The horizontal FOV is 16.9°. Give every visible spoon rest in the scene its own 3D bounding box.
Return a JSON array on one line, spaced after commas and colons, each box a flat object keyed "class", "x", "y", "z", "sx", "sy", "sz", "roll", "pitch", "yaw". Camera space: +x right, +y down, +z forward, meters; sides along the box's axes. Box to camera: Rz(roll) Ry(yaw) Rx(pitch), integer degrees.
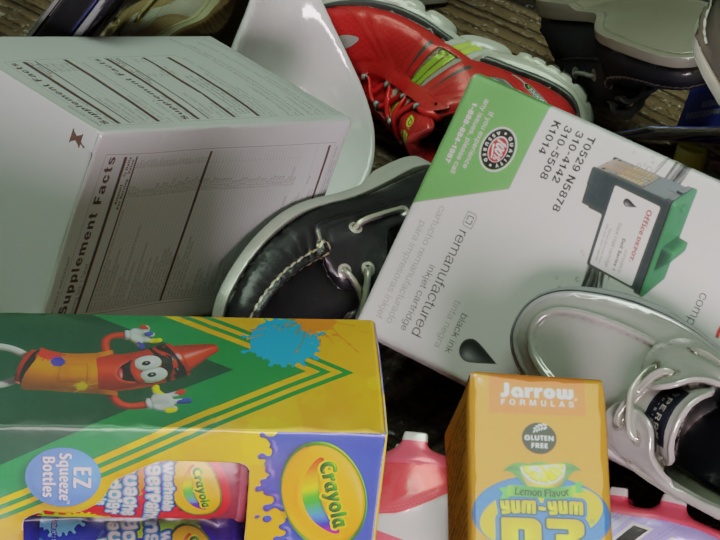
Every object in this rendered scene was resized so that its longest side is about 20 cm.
[{"class": "spoon rest", "x": -0.048, "y": -0.126, "z": 1.370, "sx": 0.099, "sy": 0.061, "sz": 0.202, "roll": -7, "pitch": 73, "yaw": -30}]

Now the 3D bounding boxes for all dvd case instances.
[{"class": "dvd case", "x": -0.158, "y": -0.131, "z": 1.323, "sx": 0.025, "sy": 0.200, "sz": 0.151, "roll": 41, "pitch": 40, "yaw": -6}]

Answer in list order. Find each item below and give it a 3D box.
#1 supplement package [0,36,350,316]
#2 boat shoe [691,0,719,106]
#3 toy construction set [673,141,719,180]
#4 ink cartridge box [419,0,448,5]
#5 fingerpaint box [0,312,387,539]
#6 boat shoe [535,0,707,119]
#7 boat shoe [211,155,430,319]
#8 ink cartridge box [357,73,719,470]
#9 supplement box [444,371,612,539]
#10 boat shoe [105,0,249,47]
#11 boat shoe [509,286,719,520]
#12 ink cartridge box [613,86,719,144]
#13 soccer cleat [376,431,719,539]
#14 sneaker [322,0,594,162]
[{"class": "supplement package", "x": -0.118, "y": -0.047, "z": 1.223, "sx": 0.109, "sy": 0.115, "sz": 0.199, "roll": 31, "pitch": 21, "yaw": 29}, {"class": "boat shoe", "x": 0.237, "y": -0.062, "z": 1.209, "sx": 0.072, "sy": 0.060, "sz": 0.202, "roll": -31, "pitch": 77, "yaw": -12}, {"class": "toy construction set", "x": 0.246, "y": 0.005, "z": 1.275, "sx": 0.130, "sy": 0.093, "sz": 0.201, "roll": 3, "pitch": 40, "yaw": -22}, {"class": "ink cartridge box", "x": 0.012, "y": -0.288, "z": 1.532, "sx": 0.085, "sy": 0.201, "sz": 0.148, "roll": -5, "pitch": 39, "yaw": -16}, {"class": "fingerpaint box", "x": -0.080, "y": 0.117, "z": 0.998, "sx": 0.165, "sy": 0.201, "sz": 0.074, "roll": 2, "pitch": 38, "yaw": -6}, {"class": "boat shoe", "x": 0.160, "y": -0.122, "z": 1.402, "sx": 0.072, "sy": 0.063, "sz": 0.200, "roll": -14, "pitch": 19, "yaw": -15}, {"class": "boat shoe", "x": 0.000, "y": 0.000, "z": 1.270, "sx": 0.060, "sy": 0.074, "sz": 0.200, "roll": 24, "pitch": 32, "yaw": 29}, {"class": "ink cartridge box", "x": 0.122, "y": 0.011, "z": 1.198, "sx": 0.199, "sy": 0.147, "sz": 0.084, "roll": 25, "pitch": 1, "yaw": 25}, {"class": "supplement box", "x": 0.073, "y": 0.145, "z": 1.041, "sx": 0.066, "sy": 0.069, "sz": 0.201, "roll": 2, "pitch": 58, "yaw": -4}, {"class": "boat shoe", "x": -0.114, "y": -0.125, "z": 1.421, "sx": 0.066, "sy": 0.075, "sz": 0.200, "roll": 9, "pitch": 34, "yaw": 25}, {"class": "boat shoe", "x": 0.146, "y": 0.069, "z": 1.096, "sx": 0.200, "sy": 0.072, "sz": 0.066, "roll": 38, "pitch": 7, "yaw": 23}, {"class": "ink cartridge box", "x": 0.245, "y": -0.088, "z": 1.352, "sx": 0.198, "sy": 0.047, "sz": 0.198, "roll": 6, "pitch": 2, "yaw": -3}, {"class": "soccer cleat", "x": 0.093, "y": 0.134, "z": 1.126, "sx": 0.198, "sy": 0.067, "sz": 0.077, "roll": 16, "pitch": 75, "yaw": -1}, {"class": "sneaker", "x": 0.035, "y": -0.100, "z": 1.400, "sx": 0.198, "sy": 0.077, "sz": 0.085, "roll": 18, "pitch": 44, "yaw": 16}]
